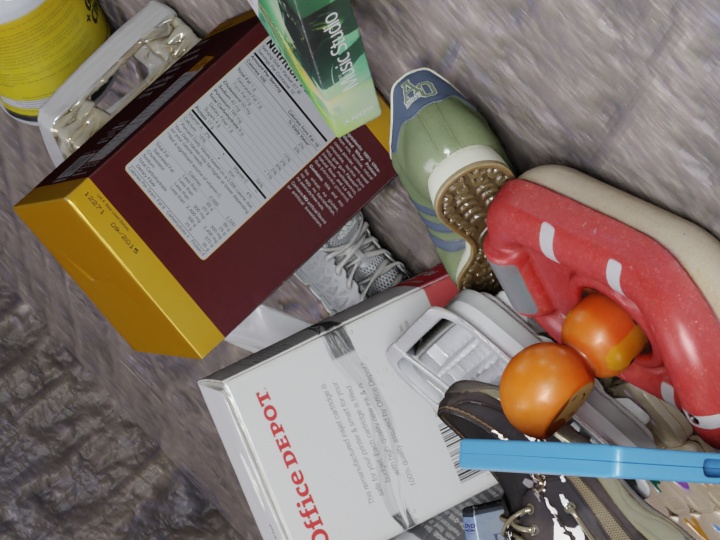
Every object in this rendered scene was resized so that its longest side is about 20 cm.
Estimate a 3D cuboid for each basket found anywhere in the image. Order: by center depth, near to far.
[{"bbox_3d":[-0.138,-0.079,1.682,0.123,0.136,0.200,36,163,25],"label":"basket"}]

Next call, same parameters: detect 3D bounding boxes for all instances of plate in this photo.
[{"bbox_3d":[-0.028,0.068,1.769,0.198,0.033,0.200,21,175,-19],"label":"plate"}]

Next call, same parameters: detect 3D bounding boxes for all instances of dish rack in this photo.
[{"bbox_3d":[0.104,0.079,1.369,0.171,0.044,0.200,41,166,1],"label":"dish rack"}]

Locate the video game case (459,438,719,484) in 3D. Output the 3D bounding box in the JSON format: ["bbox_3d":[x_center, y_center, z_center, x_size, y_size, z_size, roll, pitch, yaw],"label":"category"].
[{"bbox_3d":[0.171,0.102,1.156,0.198,0.018,0.143,6,174,-29],"label":"video game case"}]

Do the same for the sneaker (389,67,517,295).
[{"bbox_3d":[0.061,-0.053,1.314,0.090,0.067,0.200,61,180,24],"label":"sneaker"}]

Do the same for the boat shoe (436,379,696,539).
[{"bbox_3d":[0.119,0.144,1.291,0.200,0.073,0.075,40,164,2],"label":"boat shoe"}]

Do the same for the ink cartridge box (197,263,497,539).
[{"bbox_3d":[0.009,0.100,1.514,0.148,0.199,0.083,68,164,-7],"label":"ink cartridge box"}]

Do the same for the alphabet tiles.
[{"bbox_3d":[0.175,0.112,1.390,0.196,0.015,0.200,48,166,-1],"label":"alphabet tiles"}]

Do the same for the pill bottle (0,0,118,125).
[{"bbox_3d":[-0.270,-0.214,1.752,0.112,0.112,0.201,38,163,33],"label":"pill bottle"}]

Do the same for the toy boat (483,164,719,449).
[{"bbox_3d":[0.128,0.038,1.188,0.199,0.131,0.131,29,157,47],"label":"toy boat"}]

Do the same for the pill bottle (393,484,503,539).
[{"bbox_3d":[0.093,0.203,1.604,0.113,0.200,0.113,44,166,14],"label":"pill bottle"}]

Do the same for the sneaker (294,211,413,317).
[{"bbox_3d":[0.000,0.000,1.604,0.200,0.075,0.116,42,163,27],"label":"sneaker"}]

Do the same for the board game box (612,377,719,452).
[{"bbox_3d":[0.211,0.120,1.386,0.200,0.026,0.201,38,163,37],"label":"board game box"}]

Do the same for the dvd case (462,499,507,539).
[{"bbox_3d":[0.145,0.250,1.532,0.017,0.142,0.202,-11,88,58],"label":"dvd case"}]

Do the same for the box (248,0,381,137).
[{"bbox_3d":[-0.049,-0.184,1.253,0.145,0.036,0.200,58,174,32],"label":"box"}]

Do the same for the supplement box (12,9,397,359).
[{"bbox_3d":[-0.098,-0.060,1.464,0.133,0.200,0.197,50,166,-12],"label":"supplement box"}]
